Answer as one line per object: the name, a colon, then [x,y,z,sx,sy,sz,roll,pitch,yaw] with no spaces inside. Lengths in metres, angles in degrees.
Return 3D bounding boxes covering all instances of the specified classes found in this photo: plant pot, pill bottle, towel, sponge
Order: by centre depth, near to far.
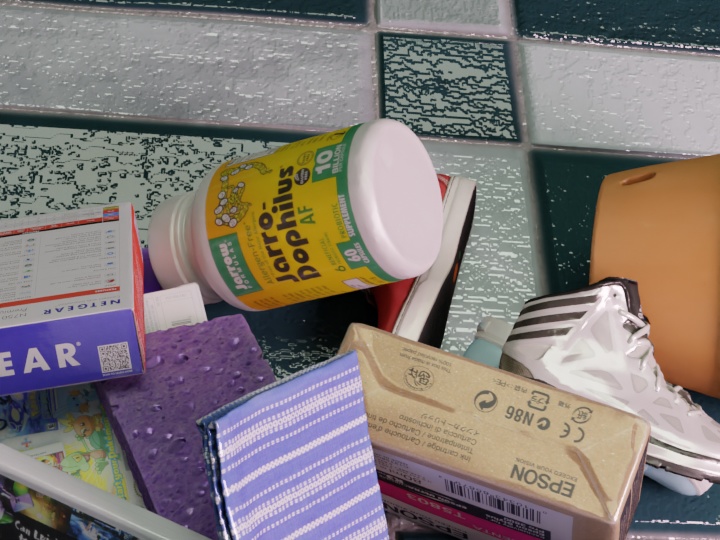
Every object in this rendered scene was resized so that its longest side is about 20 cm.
towel: [-0.024,0.160,0.890,0.024,0.202,0.144,-5,9,36]
sponge: [-0.093,0.109,0.995,0.111,0.030,0.200,-12,42,-20]
pill bottle: [-0.050,-0.033,1.126,0.199,0.113,0.113,-12,43,30]
plant pot: [0.245,0.001,1.150,0.139,0.201,0.201,4,49,16]

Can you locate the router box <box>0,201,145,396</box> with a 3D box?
router box: [-0.247,0.022,1.055,0.198,0.049,0.180,-8,25,-4]

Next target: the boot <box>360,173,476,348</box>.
boot: [0.000,0.000,1.188,0.143,0.073,0.201,10,50,9]

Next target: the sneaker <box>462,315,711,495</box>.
sneaker: [0.153,0.118,1.122,0.199,0.074,0.082,32,84,11]

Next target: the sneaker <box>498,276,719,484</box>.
sneaker: [0.192,0.069,1.050,0.199,0.076,0.116,18,88,8]

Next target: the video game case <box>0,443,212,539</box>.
video game case: [-0.167,0.209,0.925,0.199,0.183,0.023,22,25,11]

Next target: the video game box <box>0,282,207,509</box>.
video game box: [-0.178,0.117,1.062,0.181,0.047,0.201,-9,58,-12]

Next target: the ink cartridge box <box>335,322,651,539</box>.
ink cartridge box: [0.080,0.123,1.015,0.199,0.165,0.076,17,67,15]

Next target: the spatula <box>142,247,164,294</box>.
spatula: [-0.153,0.061,1.139,0.056,0.021,0.201,-12,58,-9]
